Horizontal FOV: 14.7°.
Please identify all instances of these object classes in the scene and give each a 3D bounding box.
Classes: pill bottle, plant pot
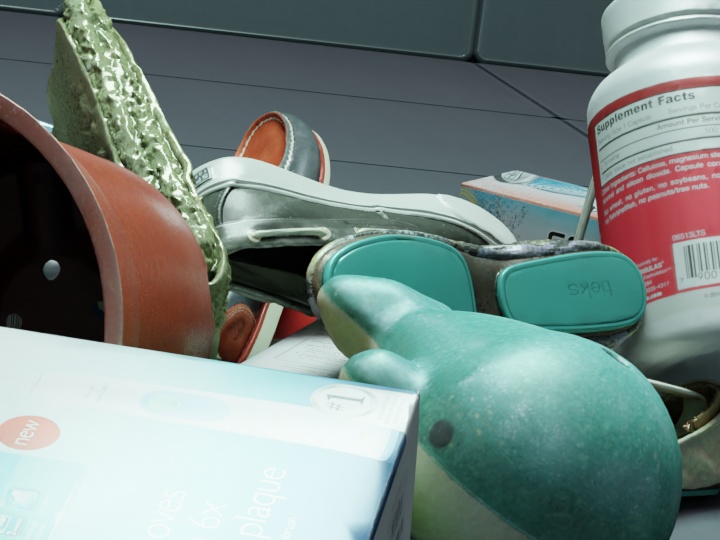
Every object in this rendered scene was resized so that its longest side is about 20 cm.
[{"bbox_3d":[0.175,-0.043,1.429,0.112,0.200,0.112,-4,-20,-2],"label":"pill bottle"},{"bbox_3d":[-0.160,0.019,1.170,0.201,0.201,0.195,10,3,15],"label":"plant pot"}]

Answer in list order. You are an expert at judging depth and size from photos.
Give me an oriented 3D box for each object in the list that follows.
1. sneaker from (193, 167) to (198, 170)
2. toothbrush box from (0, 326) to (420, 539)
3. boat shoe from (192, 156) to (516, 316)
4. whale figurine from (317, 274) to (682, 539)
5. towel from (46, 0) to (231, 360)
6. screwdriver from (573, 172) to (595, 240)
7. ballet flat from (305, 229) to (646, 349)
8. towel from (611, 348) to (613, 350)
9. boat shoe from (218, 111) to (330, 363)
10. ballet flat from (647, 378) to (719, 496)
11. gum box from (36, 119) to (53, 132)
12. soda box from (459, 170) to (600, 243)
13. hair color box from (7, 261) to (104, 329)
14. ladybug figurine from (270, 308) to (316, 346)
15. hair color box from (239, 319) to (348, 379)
[{"bbox_3d":[-0.116,-0.029,1.751,0.200,0.079,0.075,3,11,-17],"label":"sneaker"},{"bbox_3d":[-0.092,0.096,0.930,0.200,0.085,0.146,8,31,10],"label":"toothbrush box"},{"bbox_3d":[0.000,0.000,1.390,0.200,0.071,0.064,11,39,-31],"label":"boat shoe"},{"bbox_3d":[0.059,0.055,1.172,0.159,0.104,0.200,26,18,-38],"label":"whale figurine"},{"bbox_3d":[-0.112,-0.024,1.352,0.036,0.148,0.200,-15,54,-18],"label":"towel"},{"bbox_3d":[0.116,-0.015,1.493,0.028,0.200,0.029,16,5,-2],"label":"screwdriver"},{"bbox_3d":[0.044,0.020,1.327,0.200,0.072,0.072,1,12,-37],"label":"ballet flat"},{"bbox_3d":[0.181,0.054,1.575,0.200,0.037,0.148,9,12,7],"label":"towel"},{"bbox_3d":[-0.069,-0.019,1.483,0.063,0.200,0.071,40,-46,-23],"label":"boat shoe"},{"bbox_3d":[0.112,0.082,1.332,0.067,0.062,0.200,15,13,36],"label":"ballet flat"},{"bbox_3d":[-0.177,-0.044,1.612,0.200,0.045,0.170,20,-12,9],"label":"gum box"},{"bbox_3d":[0.151,-0.002,1.542,0.200,0.064,0.068,16,16,29],"label":"soda box"},{"bbox_3d":[-0.210,0.012,1.499,0.100,0.061,0.200,1,12,-30],"label":"hair color box"},{"bbox_3d":[-0.010,0.015,1.539,0.200,0.072,0.136,9,20,39],"label":"ladybug figurine"},{"bbox_3d":[0.009,0.066,1.357,0.099,0.061,0.200,10,11,14],"label":"hair color box"}]
